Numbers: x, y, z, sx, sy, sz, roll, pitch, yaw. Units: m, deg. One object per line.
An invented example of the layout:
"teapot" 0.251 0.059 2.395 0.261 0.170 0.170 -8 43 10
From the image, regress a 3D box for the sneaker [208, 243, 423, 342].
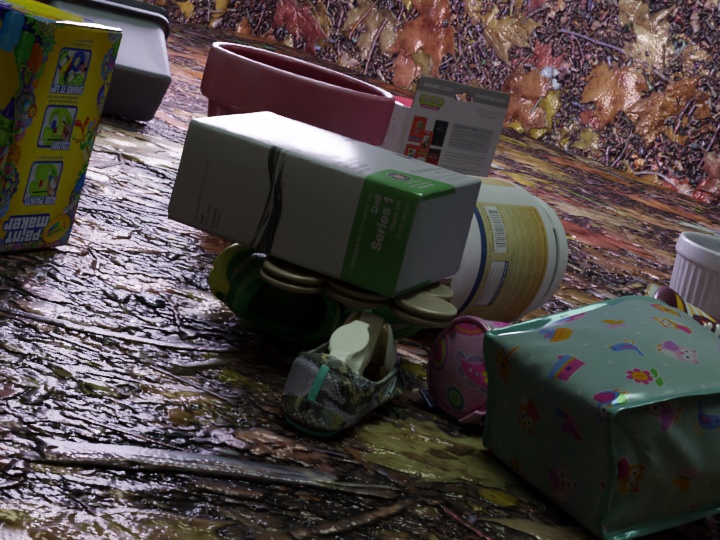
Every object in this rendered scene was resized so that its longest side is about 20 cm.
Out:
"sneaker" -0.027 0.033 1.310 0.198 0.075 0.084 8 27 -26

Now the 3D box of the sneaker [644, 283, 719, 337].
"sneaker" 0.326 0.063 1.598 0.089 0.076 0.200 19 3 19

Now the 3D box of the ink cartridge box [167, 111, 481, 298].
"ink cartridge box" -0.027 -0.055 1.237 0.198 0.085 0.146 20 14 19

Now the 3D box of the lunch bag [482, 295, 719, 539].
"lunch bag" 0.208 0.097 1.129 0.198 0.123 0.170 -10 23 -27

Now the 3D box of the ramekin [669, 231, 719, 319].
"ramekin" 0.455 0.036 1.885 0.198 0.106 0.200 16 11 -3

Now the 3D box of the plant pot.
"plant pot" -0.081 -0.123 1.660 0.198 0.181 0.200 16 12 -3

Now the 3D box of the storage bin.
"storage bin" -0.354 -0.278 2.164 0.198 0.146 0.135 11 40 -30

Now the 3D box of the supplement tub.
"supplement tub" 0.096 -0.018 1.514 0.144 0.146 0.199 25 13 34

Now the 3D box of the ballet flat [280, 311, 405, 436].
"ballet flat" -0.002 0.067 1.162 0.071 0.073 0.200 19 11 11

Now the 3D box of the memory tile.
"memory tile" 0.000 0.000 1.260 0.152 0.017 0.200 14 14 -1

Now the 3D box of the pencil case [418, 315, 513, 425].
"pencil case" 0.142 0.083 1.272 0.199 0.088 0.087 5 17 -44

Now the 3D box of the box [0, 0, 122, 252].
"box" -0.332 -0.140 1.340 0.199 0.194 0.122 20 12 19

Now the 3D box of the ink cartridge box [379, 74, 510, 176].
"ink cartridge box" 0.097 -0.182 2.213 0.199 0.177 0.084 6 16 -46
